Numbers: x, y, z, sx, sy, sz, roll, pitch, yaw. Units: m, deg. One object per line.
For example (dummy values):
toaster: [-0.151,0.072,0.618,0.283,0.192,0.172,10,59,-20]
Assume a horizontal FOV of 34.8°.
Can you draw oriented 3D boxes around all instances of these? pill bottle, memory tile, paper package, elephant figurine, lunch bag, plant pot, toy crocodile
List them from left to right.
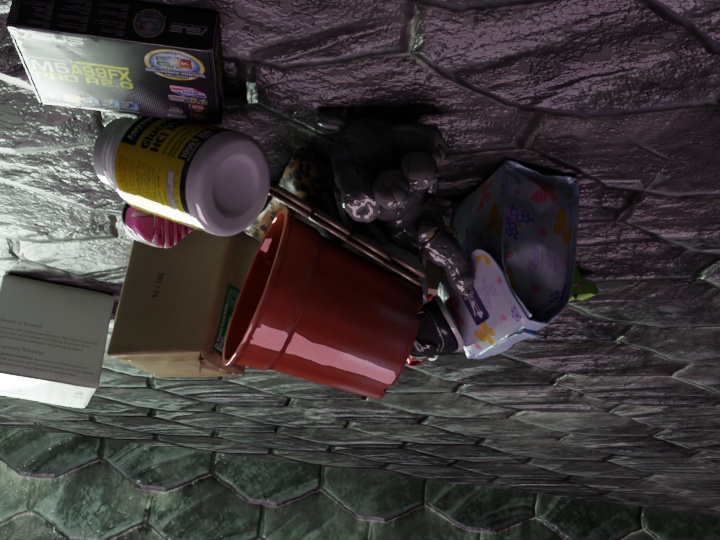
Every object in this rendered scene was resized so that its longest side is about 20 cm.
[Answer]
pill bottle: [-0.204,-0.113,1.272,0.199,0.113,0.112,17,171,38]
paper package: [-0.242,0.040,1.617,0.189,0.202,0.103,-5,155,33]
plant pot: [-0.040,0.053,1.389,0.194,0.202,0.201,22,157,-13]
memory tile: [-0.021,-0.045,1.314,0.199,0.017,0.153,32,-179,-11]
elephant figurine: [0.043,-0.073,1.295,0.140,0.157,0.200,-8,150,13]
lunch bag: [0.174,-0.006,1.382,0.126,0.202,0.170,11,161,-16]
toy crocodile: [0.250,0.014,1.624,0.199,0.062,0.067,17,158,-28]

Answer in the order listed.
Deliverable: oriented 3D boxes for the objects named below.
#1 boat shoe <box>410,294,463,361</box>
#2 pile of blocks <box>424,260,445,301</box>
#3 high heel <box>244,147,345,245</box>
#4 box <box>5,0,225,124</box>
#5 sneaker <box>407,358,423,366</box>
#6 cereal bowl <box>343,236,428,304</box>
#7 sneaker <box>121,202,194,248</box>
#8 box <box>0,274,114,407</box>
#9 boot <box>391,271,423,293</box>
boat shoe: [0.084,0.080,1.429,0.060,0.076,0.200,-25,169,-5]
pile of blocks: [0.113,0.025,1.695,0.082,0.063,0.199,19,157,-33]
high heel: [-0.111,-0.107,1.437,0.199,0.072,0.143,12,140,32]
box: [-0.239,-0.212,1.161,0.198,0.045,0.160,7,161,-2]
sneaker: [0.053,0.084,1.796,0.198,0.117,0.078,6,161,-2]
cereal bowl: [0.000,0.000,1.626,0.198,0.084,0.200,5,160,2]
sneaker: [-0.257,-0.076,1.430,0.087,0.075,0.200,8,-166,15]
box: [-0.554,0.130,2.022,0.198,0.173,0.199,11,160,-16]
boot: [0.056,0.053,1.543,0.198,0.070,0.132,9,155,-21]
